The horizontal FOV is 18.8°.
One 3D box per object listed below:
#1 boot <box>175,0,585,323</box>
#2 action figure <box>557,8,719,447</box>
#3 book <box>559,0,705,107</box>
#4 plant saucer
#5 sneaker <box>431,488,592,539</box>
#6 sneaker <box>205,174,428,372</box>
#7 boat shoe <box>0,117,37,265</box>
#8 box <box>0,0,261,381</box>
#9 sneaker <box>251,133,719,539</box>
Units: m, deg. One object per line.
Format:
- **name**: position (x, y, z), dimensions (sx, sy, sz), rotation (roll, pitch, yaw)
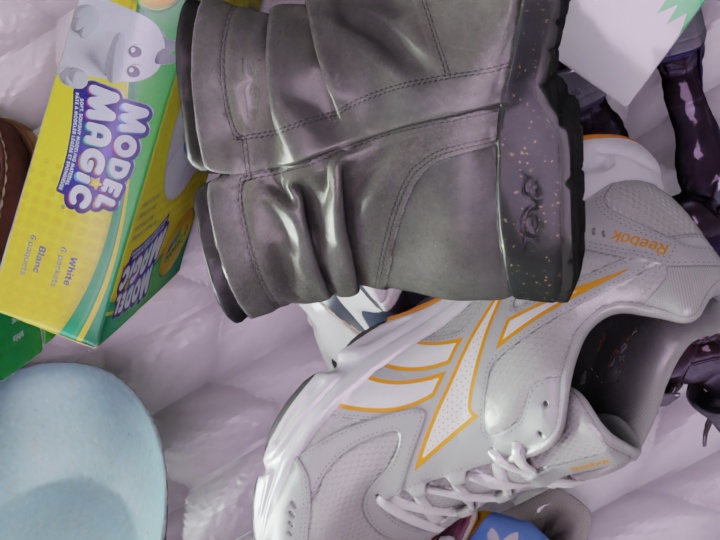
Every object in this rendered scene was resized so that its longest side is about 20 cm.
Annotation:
- **boot**: position (0.002, -0.081, 0.678), dimensions (0.130, 0.068, 0.200), rotation (0, 98, 10)
- **action figure**: position (0.118, -0.023, 0.799), dimensions (0.130, 0.069, 0.200), rotation (-17, 105, 7)
- **book**: position (0.044, -0.165, 0.712), dimensions (0.200, 0.048, 0.134), rotation (33, 107, -4)
- **plant saucer**: position (-0.140, 0.131, 0.840), dimensions (0.201, 0.201, 0.039), rotation (-37, 132, 17)
- **sneaker**: position (0.027, 0.130, 0.784), dimensions (0.075, 0.200, 0.090), rotation (35, 109, 10)
- **sneaker**: position (0.000, 0.000, 0.825), dimensions (0.079, 0.130, 0.199), rotation (-32, 138, -12)
- **boat shoe**: position (-0.178, 0.031, 0.832), dimensions (0.070, 0.070, 0.200), rotation (15, 86, 30)
- **box**: position (-0.080, -0.058, 0.795), dimensions (0.048, 0.117, 0.200), rotation (22, 108, 4)
- **sneaker**: position (0.044, 0.051, 0.732), dimensions (0.200, 0.076, 0.092), rotation (-50, 48, 14)
